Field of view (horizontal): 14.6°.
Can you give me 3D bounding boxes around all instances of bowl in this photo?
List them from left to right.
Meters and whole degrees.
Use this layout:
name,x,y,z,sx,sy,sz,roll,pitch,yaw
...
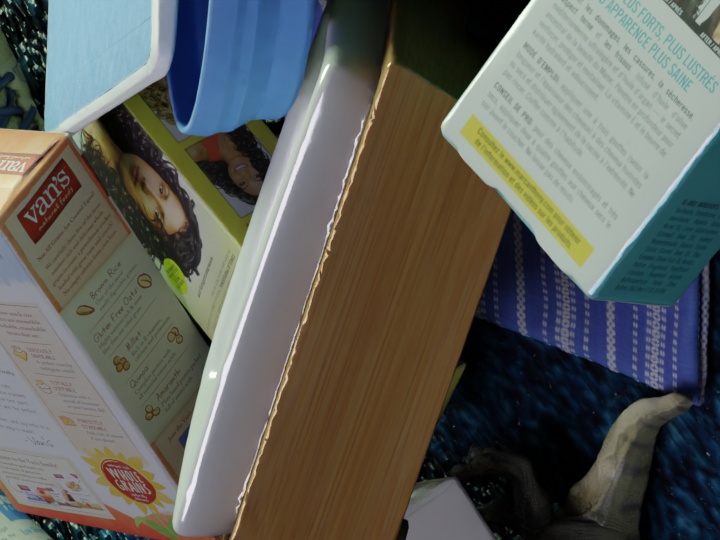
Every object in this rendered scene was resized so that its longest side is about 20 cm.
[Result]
name,x,y,z,sx,sy,sz,roll,pitch,yaw
bowl,-0.044,-0.148,0.994,0.201,0.039,0.201,180,90,-80

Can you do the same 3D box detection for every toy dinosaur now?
name,x,y,z,sx,sy,sz,roll,pitch,yaw
toy dinosaur,0.081,0.105,1.142,0.088,0.047,0.200,20,133,14

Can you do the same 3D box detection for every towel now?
name,x,y,z,sx,sy,sz,roll,pitch,yaw
towel,0.047,-0.036,1.088,0.200,0.024,0.145,22,132,34

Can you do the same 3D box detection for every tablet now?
name,x,y,z,sx,sy,sz,roll,pitch,yaw
tablet,-0.094,-0.124,1.067,0.200,0.014,0.130,164,108,-72

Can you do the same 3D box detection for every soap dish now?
name,x,y,z,sx,sy,sz,roll,pitch,yaw
soap dish,0.000,0.000,0.992,0.081,0.157,0.200,17,110,-4

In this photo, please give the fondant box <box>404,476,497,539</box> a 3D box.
name,x,y,z,sx,sy,sz,roll,pitch,yaw
fondant box,0.026,0.165,1.178,0.144,0.058,0.200,58,161,-3

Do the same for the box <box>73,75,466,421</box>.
name,x,y,z,sx,sy,sz,roll,pitch,yaw
box,-0.043,-0.007,1.151,0.200,0.050,0.075,49,149,19

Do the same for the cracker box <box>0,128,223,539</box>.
name,x,y,z,sx,sy,sz,roll,pitch,yaw
cracker box,-0.136,0.027,1.196,0.134,0.058,0.200,7,140,41

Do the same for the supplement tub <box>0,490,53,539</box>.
name,x,y,z,sx,sy,sz,roll,pitch,yaw
supplement tub,-0.185,0.196,1.410,0.200,0.132,0.132,42,140,15

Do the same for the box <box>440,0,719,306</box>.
name,x,y,z,sx,sy,sz,roll,pitch,yaw
box,0.114,-0.090,0.832,0.082,0.049,0.200,50,116,30

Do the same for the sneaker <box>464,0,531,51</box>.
name,x,y,z,sx,sy,sz,roll,pitch,yaw
sneaker,0.042,-0.161,0.942,0.071,0.098,0.201,-2,115,48

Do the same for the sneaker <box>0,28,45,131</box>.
name,x,y,z,sx,sy,sz,roll,pitch,yaw
sneaker,-0.148,-0.044,1.252,0.088,0.075,0.200,10,134,31
